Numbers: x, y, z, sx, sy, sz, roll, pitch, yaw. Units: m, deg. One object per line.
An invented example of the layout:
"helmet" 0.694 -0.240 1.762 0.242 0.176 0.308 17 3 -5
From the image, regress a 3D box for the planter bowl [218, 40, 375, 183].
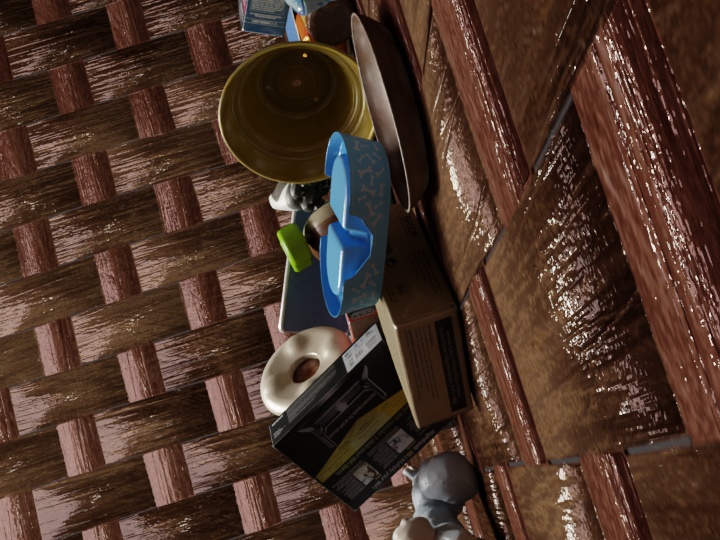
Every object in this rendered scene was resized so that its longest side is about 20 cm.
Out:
"planter bowl" -0.077 -0.214 1.316 0.084 0.197 0.202 -98 -5 -49

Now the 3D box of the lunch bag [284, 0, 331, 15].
"lunch bag" -0.078 -0.393 1.155 0.162 0.081 0.201 80 164 -53

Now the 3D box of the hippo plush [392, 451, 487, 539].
"hippo plush" 0.120 0.331 1.387 0.201 0.157 0.163 104 -177 -55

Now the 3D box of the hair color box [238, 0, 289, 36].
"hair color box" -0.112 -0.414 1.350 0.101 0.059 0.202 -103 23 -47

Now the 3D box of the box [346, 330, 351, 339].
"box" 0.010 0.030 1.710 0.060 0.115 0.204 -138 33 -80

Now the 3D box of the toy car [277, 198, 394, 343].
"toy car" 0.000 0.000 1.491 0.202 0.163 0.158 61 176 5

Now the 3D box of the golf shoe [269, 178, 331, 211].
"golf shoe" -0.067 -0.159 1.544 0.078 0.094 0.200 58 -134 -21

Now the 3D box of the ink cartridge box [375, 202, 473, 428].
"ink cartridge box" 0.061 0.047 1.217 0.201 0.074 0.166 -110 4 -48

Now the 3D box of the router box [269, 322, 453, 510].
"router box" 0.005 0.191 1.366 0.157 0.200 0.052 42 -170 -24

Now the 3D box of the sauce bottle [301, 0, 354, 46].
"sauce bottle" -0.051 -0.346 1.340 0.201 0.065 0.067 -106 1 -57

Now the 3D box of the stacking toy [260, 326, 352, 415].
"stacking toy" -0.037 0.190 1.485 0.201 0.145 0.147 56 -172 -37

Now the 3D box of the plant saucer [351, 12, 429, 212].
"plant saucer" 0.032 -0.160 1.057 0.200 0.032 0.204 164 91 -87

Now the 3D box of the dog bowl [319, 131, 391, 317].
"dog bowl" -0.006 -0.048 1.133 0.112 0.049 0.203 -119 30 -60

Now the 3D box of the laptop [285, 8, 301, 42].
"laptop" -0.111 -0.396 1.576 0.201 0.114 0.190 -58 -43 -57

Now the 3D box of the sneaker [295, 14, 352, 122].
"sneaker" -0.051 -0.279 1.419 0.073 0.076 0.202 -55 49 47

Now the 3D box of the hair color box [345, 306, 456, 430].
"hair color box" 0.054 0.130 1.439 0.064 0.109 0.203 -112 6 -68

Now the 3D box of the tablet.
"tablet" -0.059 -0.005 1.604 0.014 0.128 0.204 14 98 53
